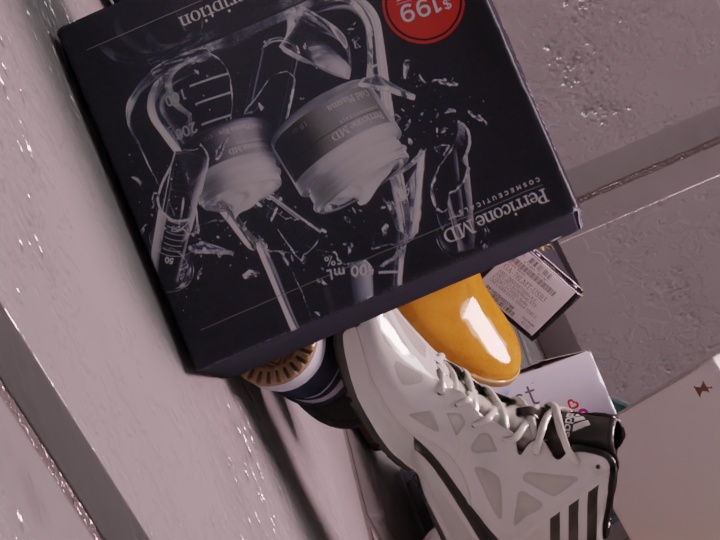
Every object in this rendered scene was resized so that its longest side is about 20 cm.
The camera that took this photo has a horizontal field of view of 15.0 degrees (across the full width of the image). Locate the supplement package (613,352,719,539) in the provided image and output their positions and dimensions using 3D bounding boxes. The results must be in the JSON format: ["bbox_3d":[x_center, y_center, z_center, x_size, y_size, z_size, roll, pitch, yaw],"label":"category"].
[{"bbox_3d":[0.249,0.108,1.735,0.200,0.117,0.117,-19,79,-56],"label":"supplement package"}]

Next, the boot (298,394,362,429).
[{"bbox_3d":[0.000,0.000,1.607,0.174,0.069,0.200,7,56,-60],"label":"boot"}]

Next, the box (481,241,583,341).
[{"bbox_3d":[0.037,-0.068,1.667,0.198,0.050,0.200,43,12,-19],"label":"box"}]

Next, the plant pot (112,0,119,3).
[{"bbox_3d":[-0.085,-0.259,1.527,0.180,0.200,0.200,-92,159,-55],"label":"plant pot"}]

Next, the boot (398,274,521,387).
[{"bbox_3d":[0.050,-0.041,1.488,0.201,0.144,0.071,42,29,-9],"label":"boot"}]

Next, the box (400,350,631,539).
[{"bbox_3d":[0.116,0.172,1.813,0.200,0.097,0.177,121,-50,-67],"label":"box"}]

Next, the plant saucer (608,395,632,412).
[{"bbox_3d":[0.158,0.184,1.929,0.036,0.200,0.200,0,66,-63],"label":"plant saucer"}]

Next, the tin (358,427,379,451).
[{"bbox_3d":[-0.007,0.040,1.772,0.200,0.042,0.112,65,1,-50],"label":"tin"}]

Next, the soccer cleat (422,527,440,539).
[{"bbox_3d":[0.102,0.246,1.696,0.086,0.070,0.200,-20,-87,56],"label":"soccer cleat"}]

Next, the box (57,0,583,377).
[{"bbox_3d":[-0.016,-0.069,1.337,0.104,0.200,0.182,27,40,-83],"label":"box"}]

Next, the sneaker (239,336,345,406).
[{"bbox_3d":[-0.051,-0.020,1.465,0.108,0.070,0.200,41,33,-66],"label":"sneaker"}]

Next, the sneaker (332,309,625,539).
[{"bbox_3d":[0.072,0.071,1.441,0.201,0.115,0.076,58,24,-26],"label":"sneaker"}]
